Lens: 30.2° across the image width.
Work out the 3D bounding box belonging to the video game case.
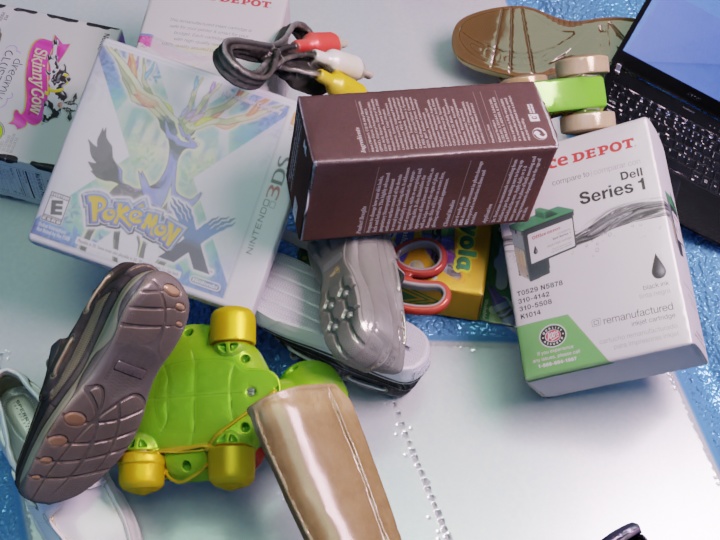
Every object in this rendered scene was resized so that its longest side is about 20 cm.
[{"bbox_3d":[-0.152,-0.078,1.106,0.197,0.022,0.185,18,80,5],"label":"video game case"}]

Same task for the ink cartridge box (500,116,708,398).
[{"bbox_3d":[0.198,-0.010,1.125,0.144,0.084,0.203,-15,69,19],"label":"ink cartridge box"}]

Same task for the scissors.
[{"bbox_3d":[-0.018,-0.007,1.144,0.197,0.014,0.074,9,63,3],"label":"scissors"}]

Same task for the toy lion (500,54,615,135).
[{"bbox_3d":[0.102,-0.140,1.187,0.189,0.200,0.070,-8,92,-17],"label":"toy lion"}]

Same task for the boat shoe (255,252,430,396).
[{"bbox_3d":[-0.037,0.053,1.133,0.198,0.071,0.072,29,50,9],"label":"boat shoe"}]

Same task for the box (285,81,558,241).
[{"bbox_3d":[0.045,-0.086,1.059,0.197,0.101,0.076,-6,57,-15],"label":"box"}]

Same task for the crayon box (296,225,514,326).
[{"bbox_3d":[0.050,-0.031,1.196,0.197,0.052,0.127,9,61,4],"label":"crayon box"}]

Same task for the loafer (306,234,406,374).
[{"bbox_3d":[0.000,0.000,1.103,0.070,0.069,0.202,-33,43,31],"label":"loafer"}]

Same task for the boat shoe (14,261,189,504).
[{"bbox_3d":[-0.203,0.084,1.026,0.073,0.074,0.201,32,89,48],"label":"boat shoe"}]

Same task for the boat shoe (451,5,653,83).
[{"bbox_3d":[0.187,-0.210,1.303,0.197,0.063,0.074,7,78,6],"label":"boat shoe"}]

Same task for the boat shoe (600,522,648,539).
[{"bbox_3d":[0.149,0.265,1.004,0.199,0.093,0.075,-39,67,-21],"label":"boat shoe"}]

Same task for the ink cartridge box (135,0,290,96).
[{"bbox_3d":[-0.136,-0.166,1.225,0.127,0.126,0.202,9,60,4],"label":"ink cartridge box"}]

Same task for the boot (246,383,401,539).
[{"bbox_3d":[0.014,0.182,1.004,0.066,0.174,0.202,-34,69,28],"label":"boot"}]

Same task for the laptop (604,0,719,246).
[{"bbox_3d":[0.315,-0.151,1.214,0.175,0.103,0.202,26,62,-5],"label":"laptop"}]

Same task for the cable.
[{"bbox_3d":[-0.058,-0.186,1.130,0.050,0.199,0.098,-35,71,23],"label":"cable"}]

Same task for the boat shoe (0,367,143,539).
[{"bbox_3d":[-0.244,0.162,1.068,0.070,0.070,0.200,-34,66,-19],"label":"boat shoe"}]

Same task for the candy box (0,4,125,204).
[{"bbox_3d":[-0.335,-0.161,1.250,0.197,0.072,0.170,12,60,6],"label":"candy box"}]

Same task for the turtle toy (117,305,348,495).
[{"bbox_3d":[-0.108,0.109,1.076,0.197,0.101,0.148,-4,73,11],"label":"turtle toy"}]
